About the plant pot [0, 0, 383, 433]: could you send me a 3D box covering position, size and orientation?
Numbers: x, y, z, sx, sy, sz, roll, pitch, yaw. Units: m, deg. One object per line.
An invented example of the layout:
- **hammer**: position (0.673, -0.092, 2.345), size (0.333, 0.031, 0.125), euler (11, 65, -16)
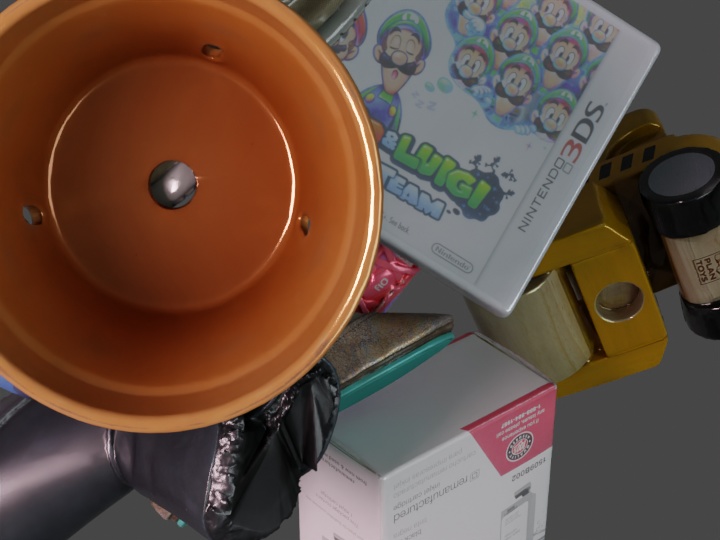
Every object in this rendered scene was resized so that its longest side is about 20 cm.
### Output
- **plant pot**: position (-0.092, -0.036, 0.763), size (0.198, 0.140, 0.202), euler (0, 95, -3)

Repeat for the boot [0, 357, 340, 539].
- **boot**: position (-0.117, 0.103, 0.832), size (0.200, 0.168, 0.077), euler (-51, 129, -15)

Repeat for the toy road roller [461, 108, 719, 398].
- **toy road roller**: position (0.165, -0.021, 1.083), size (0.199, 0.146, 0.123), euler (-21, 124, 9)

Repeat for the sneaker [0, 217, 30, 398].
- **sneaker**: position (-0.210, -0.002, 0.789), size (0.200, 0.082, 0.074), euler (58, 29, -51)

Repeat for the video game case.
- **video game case**: position (0.043, -0.102, 0.923), size (0.199, 0.024, 0.183), euler (31, 81, -3)

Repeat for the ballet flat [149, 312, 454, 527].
- **ballet flat**: position (-0.043, 0.064, 0.916), size (0.199, 0.067, 0.068), euler (-34, 171, 0)

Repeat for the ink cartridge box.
- **ink cartridge box**: position (0.041, 0.160, 1.017), size (0.146, 0.083, 0.201), euler (-24, 128, -33)

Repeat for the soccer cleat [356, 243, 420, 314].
- **soccer cleat**: position (0.000, 0.000, 0.960), size (0.068, 0.073, 0.201), euler (28, 85, -43)

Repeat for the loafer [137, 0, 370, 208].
- **loafer**: position (-0.061, -0.121, 0.859), size (0.070, 0.075, 0.200), euler (43, 81, -10)
